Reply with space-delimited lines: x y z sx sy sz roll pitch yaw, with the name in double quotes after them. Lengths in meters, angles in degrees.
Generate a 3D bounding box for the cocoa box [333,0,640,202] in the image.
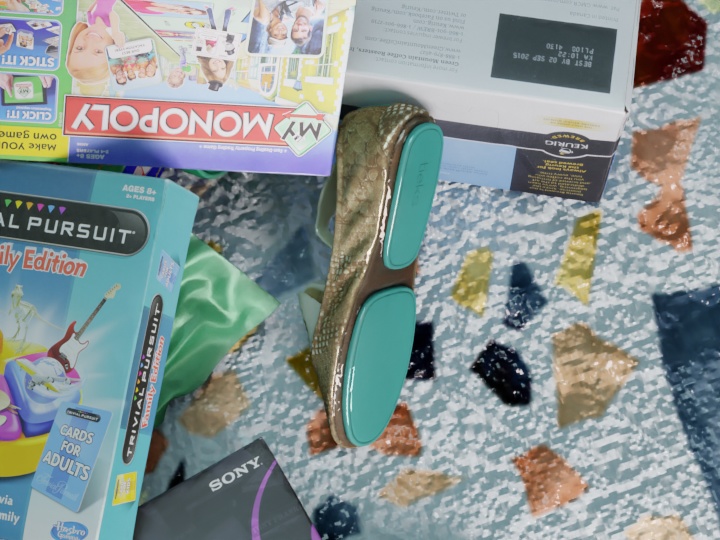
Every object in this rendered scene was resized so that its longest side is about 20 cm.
0.062 -0.136 1.088 0.198 0.131 0.135 8 69 4 "cocoa box"

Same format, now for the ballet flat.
0.000 0.000 1.048 0.065 0.070 0.202 20 103 35 "ballet flat"

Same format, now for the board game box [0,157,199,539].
-0.182 0.044 0.986 0.149 0.047 0.202 7 82 19 "board game box"

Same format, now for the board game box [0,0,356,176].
-0.105 -0.120 0.971 0.198 0.136 0.029 2 30 -13 "board game box"

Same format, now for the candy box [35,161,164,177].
-0.220 -0.095 1.103 0.198 0.077 0.170 22 71 10 "candy box"

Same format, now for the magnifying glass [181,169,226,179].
-0.063 -0.141 1.130 0.022 0.080 0.201 13 56 23 "magnifying glass"

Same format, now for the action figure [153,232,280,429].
-0.151 0.063 1.041 0.118 0.055 0.201 39 85 -21 "action figure"

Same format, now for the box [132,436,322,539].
-0.065 0.209 0.974 0.142 0.036 0.201 -29 69 -11 "box"
